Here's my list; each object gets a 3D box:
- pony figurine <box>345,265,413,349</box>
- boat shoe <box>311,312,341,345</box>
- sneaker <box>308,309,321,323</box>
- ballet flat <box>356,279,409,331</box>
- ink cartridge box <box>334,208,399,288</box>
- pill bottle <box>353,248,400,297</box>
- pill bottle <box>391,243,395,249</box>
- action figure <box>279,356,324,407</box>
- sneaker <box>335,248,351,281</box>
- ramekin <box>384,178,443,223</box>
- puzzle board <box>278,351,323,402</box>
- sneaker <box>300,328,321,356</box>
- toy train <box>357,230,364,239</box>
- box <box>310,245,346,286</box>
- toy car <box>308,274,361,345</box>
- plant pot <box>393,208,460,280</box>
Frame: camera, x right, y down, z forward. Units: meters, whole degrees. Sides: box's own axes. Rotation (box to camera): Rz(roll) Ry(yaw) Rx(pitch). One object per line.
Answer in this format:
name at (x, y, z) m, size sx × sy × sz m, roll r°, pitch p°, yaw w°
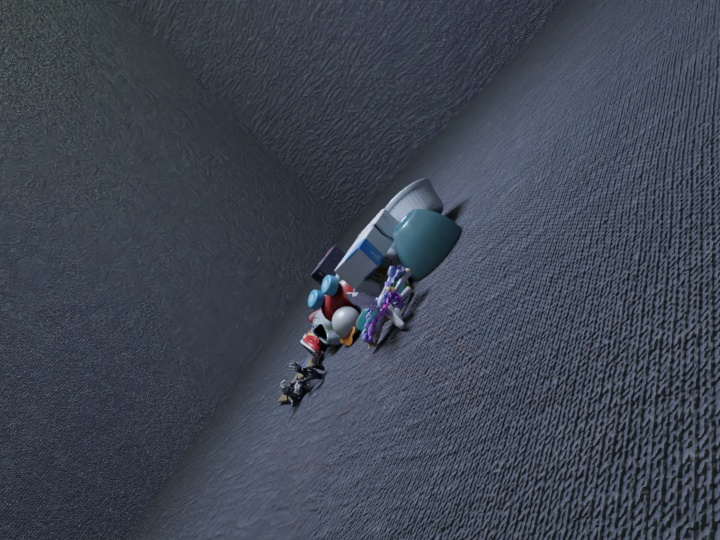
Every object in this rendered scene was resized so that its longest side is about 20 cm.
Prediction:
pony figurine at (0.063, 0.086, 1.328) m, size 0.202 × 0.163 × 0.195 m, roll -56°, pitch -21°, yaw -22°
boat shoe at (-0.128, 0.194, 1.762) m, size 0.200 × 0.070 × 0.072 m, roll 30°, pitch 115°, yaw 58°
sneaker at (-0.108, 0.167, 1.864) m, size 0.197 × 0.089 × 0.073 m, roll -25°, pitch -12°, yaw 33°
ballet flat at (0.070, 0.102, 1.477) m, size 0.200 × 0.068 × 0.062 m, roll -45°, pitch -19°, yaw 7°
ink cartridge box at (0.026, -0.066, 1.541) m, size 0.144 × 0.084 × 0.202 m, roll -42°, pitch 11°, yaw 47°
pill bottle at (0.060, 0.019, 1.638) m, size 0.111 × 0.111 × 0.202 m, roll -40°, pitch 13°, yaw 42°
pill bottle at (0.062, -0.036, 1.864) m, size 0.202 × 0.108 × 0.109 m, roll -52°, pitch 9°, yaw -11°
action figure at (-0.196, 0.343, 1.636) m, size 0.199 × 0.101 × 0.120 m, roll -42°, pitch 23°, yaw 32°
sneaker at (-0.027, -0.036, 1.886) m, size 0.089 × 0.074 × 0.203 m, roll 96°, pitch -160°, yaw -58°
ramekin at (0.167, -0.180, 1.636) m, size 0.198 × 0.099 × 0.201 m, roll -34°, pitch -15°, yaw -10°
puzzle board at (-0.208, 0.375, 1.830) m, size 0.202 × 0.017 × 0.150 m, roll -54°, pitch 9°, yaw -25°
sneaker at (-0.161, 0.240, 1.843) m, size 0.085 × 0.077 × 0.200 m, roll -45°, pitch 12°, yaw 2°
toy train at (0.062, -0.067, 1.795) m, size 0.057 × 0.199 × 0.042 m, roll -52°, pitch -27°, yaw 2°
box at (-0.070, 0.027, 1.964) m, size 0.123 × 0.199 × 0.106 m, roll -53°, pitch 8°, yaw -28°
toy car at (-0.056, 0.150, 1.655) m, size 0.177 × 0.180 × 0.205 m, roll -42°, pitch 40°, yaw 40°
plant pot at (0.170, -0.093, 1.485) m, size 0.201 × 0.134 × 0.200 m, roll -48°, pitch 8°, yaw 9°
